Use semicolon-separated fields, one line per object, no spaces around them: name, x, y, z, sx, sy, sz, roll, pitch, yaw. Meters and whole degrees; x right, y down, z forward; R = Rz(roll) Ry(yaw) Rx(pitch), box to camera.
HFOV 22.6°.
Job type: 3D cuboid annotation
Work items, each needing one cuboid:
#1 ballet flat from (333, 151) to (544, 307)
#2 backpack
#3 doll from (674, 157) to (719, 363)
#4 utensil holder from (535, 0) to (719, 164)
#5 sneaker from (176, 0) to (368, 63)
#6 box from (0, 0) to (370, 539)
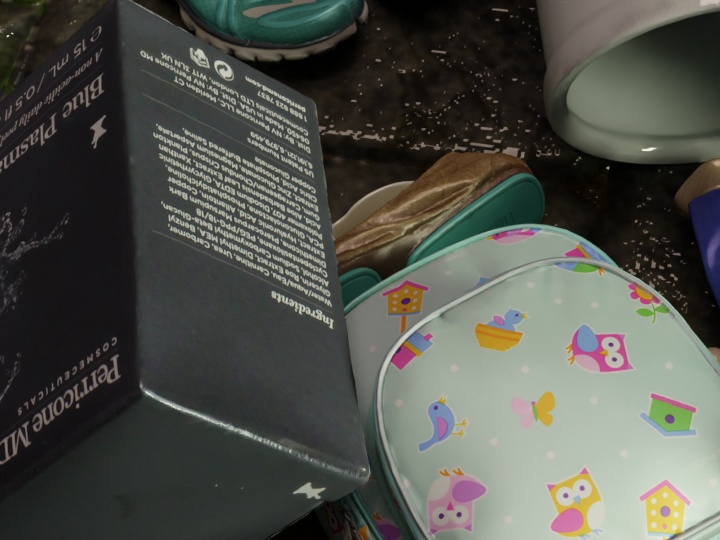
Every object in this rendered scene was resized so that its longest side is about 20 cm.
ballet flat;0.000;0.000;0.871;0.200;0.068;0.072;-38;41;-24
backpack;0.069;0.079;0.751;0.175;0.154;0.200;-29;55;-13
doll;0.210;0.040;0.835;0.136;0.049;0.201;5;52;-20
utensil holder;0.163;-0.178;0.895;0.169;0.170;0.201;-5;69;-2
sneaker;-0.082;-0.181;0.992;0.200;0.080;0.077;34;61;23
box;-0.113;0.031;0.752;0.196;0.117;0.201;-36;46;31
